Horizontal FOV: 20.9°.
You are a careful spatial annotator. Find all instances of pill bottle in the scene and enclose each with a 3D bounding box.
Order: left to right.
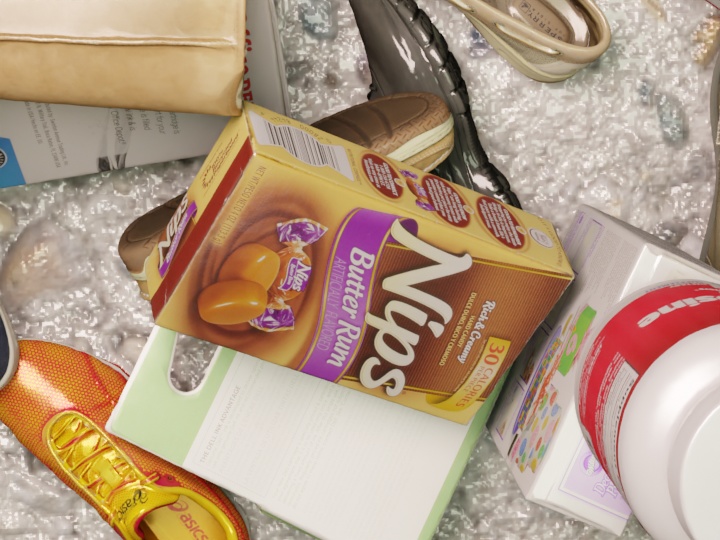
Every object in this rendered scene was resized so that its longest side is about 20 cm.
[{"bbox_3d":[0.164,0.072,0.881,0.111,0.200,0.113,0,98,-3],"label":"pill bottle"}]

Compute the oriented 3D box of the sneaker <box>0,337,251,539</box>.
[{"bbox_3d":[-0.139,0.110,1.137,0.200,0.077,0.073,39,95,-5],"label":"sneaker"}]

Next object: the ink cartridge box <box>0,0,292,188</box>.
[{"bbox_3d":[-0.144,-0.126,1.067,0.198,0.147,0.086,-10,59,-3],"label":"ink cartridge box"}]

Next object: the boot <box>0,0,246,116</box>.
[{"bbox_3d":[-0.155,-0.088,0.966,0.198,0.066,0.177,1,110,-6],"label":"boot"}]

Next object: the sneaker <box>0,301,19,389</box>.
[{"bbox_3d":[-0.261,-0.019,1.096,0.075,0.085,0.201,-35,81,5],"label":"sneaker"}]

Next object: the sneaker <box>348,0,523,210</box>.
[{"bbox_3d":[0.029,-0.070,1.127,0.090,0.076,0.201,-22,93,10],"label":"sneaker"}]

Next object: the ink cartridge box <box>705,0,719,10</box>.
[{"bbox_3d":[0.276,-0.224,1.089,0.144,0.084,0.201,33,79,-6],"label":"ink cartridge box"}]

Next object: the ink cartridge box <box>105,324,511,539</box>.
[{"bbox_3d":[-0.029,0.073,1.140,0.199,0.048,0.146,27,84,-4],"label":"ink cartridge box"}]

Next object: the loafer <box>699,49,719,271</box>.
[{"bbox_3d":[0.239,-0.064,1.124,0.074,0.070,0.202,6,83,-4],"label":"loafer"}]

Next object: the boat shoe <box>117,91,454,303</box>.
[{"bbox_3d":[-0.032,-0.029,1.086,0.199,0.072,0.077,-24,113,9],"label":"boat shoe"}]

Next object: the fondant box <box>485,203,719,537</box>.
[{"bbox_3d":[0.131,0.048,1.079,0.058,0.200,0.145,24,96,-5],"label":"fondant box"}]

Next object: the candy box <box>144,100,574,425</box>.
[{"bbox_3d":[0.000,0.000,1.042,0.199,0.057,0.117,18,121,-26],"label":"candy box"}]

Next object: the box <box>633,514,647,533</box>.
[{"bbox_3d":[0.203,0.092,1.087,0.094,0.200,0.103,18,95,-3],"label":"box"}]

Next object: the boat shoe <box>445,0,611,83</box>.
[{"bbox_3d":[0.059,-0.184,1.108,0.200,0.065,0.072,39,78,-8],"label":"boat shoe"}]
